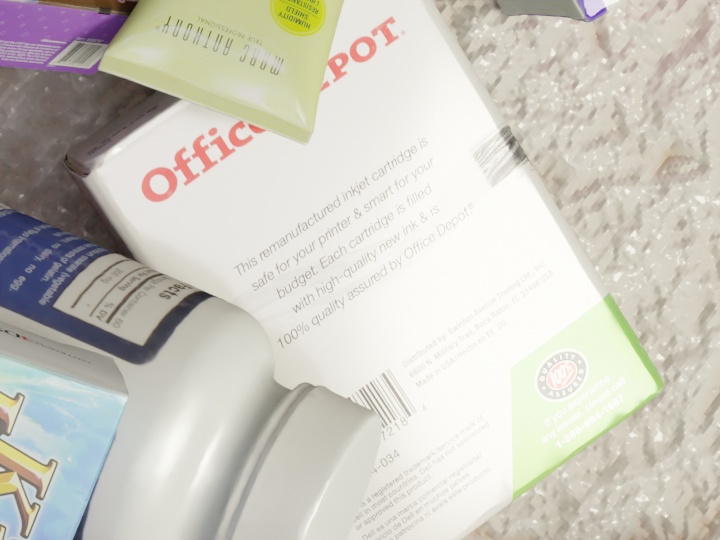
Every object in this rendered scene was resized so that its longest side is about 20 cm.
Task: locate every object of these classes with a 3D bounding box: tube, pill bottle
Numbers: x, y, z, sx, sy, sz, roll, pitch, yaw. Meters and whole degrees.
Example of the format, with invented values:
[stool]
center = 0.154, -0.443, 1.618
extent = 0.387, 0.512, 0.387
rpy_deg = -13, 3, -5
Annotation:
[tube]
center = -0.023, -0.137, 0.778
extent = 0.052, 0.058, 0.201
rpy_deg = 49, 51, -41
[pill bottle]
center = -0.099, 0.048, 0.744
extent = 0.199, 0.111, 0.111
rpy_deg = 23, 92, 12

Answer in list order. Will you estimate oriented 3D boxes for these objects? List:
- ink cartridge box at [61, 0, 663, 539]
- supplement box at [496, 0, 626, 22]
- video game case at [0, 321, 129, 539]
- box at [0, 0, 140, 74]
[ink cartridge box]
center = 0.000, 0.000, 0.834
extent = 0.145, 0.084, 0.200
rpy_deg = -34, 104, -8
[supplement box]
center = 0.129, -0.189, 0.831
extent = 0.200, 0.101, 0.104
rpy_deg = -33, 104, -7
[video game case]
center = -0.189, 0.094, 0.644
extent = 0.181, 0.045, 0.201
rpy_deg = 20, 97, -19
[box]
center = -0.168, -0.136, 0.704
extent = 0.039, 0.200, 0.137
rpy_deg = -36, 72, 28
